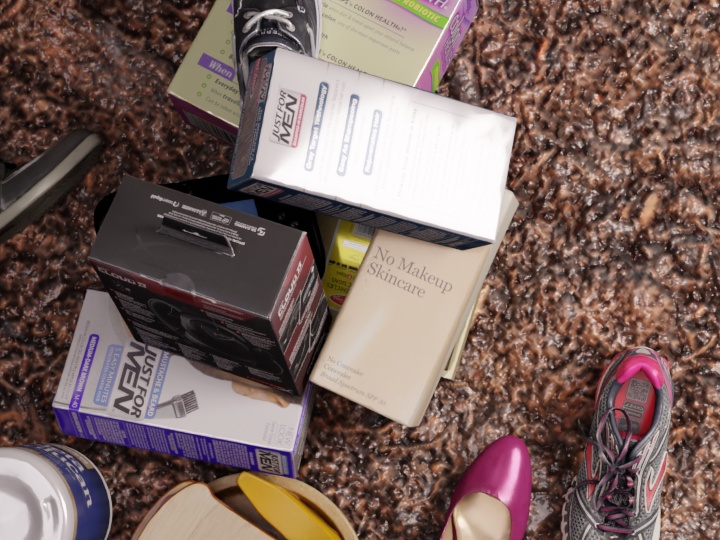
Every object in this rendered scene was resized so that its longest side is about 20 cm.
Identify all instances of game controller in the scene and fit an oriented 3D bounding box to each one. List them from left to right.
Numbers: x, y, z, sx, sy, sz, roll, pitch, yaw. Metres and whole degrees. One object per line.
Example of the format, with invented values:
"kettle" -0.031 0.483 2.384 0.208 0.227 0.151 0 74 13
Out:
"game controller" -0.122 -0.024 1.693 0.199 0.042 0.105 -8 98 26

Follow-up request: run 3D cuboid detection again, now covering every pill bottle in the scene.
"pill bottle" -0.257 0.191 1.649 0.110 0.200 0.112 0 87 6

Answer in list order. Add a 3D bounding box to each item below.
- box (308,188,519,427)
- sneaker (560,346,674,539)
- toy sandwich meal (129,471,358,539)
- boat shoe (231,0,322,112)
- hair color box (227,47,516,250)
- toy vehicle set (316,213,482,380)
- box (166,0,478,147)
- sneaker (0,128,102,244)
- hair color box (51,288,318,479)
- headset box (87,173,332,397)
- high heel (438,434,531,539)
"box" 0.043 0.015 1.658 0.094 0.078 0.201 23 90 7
"sneaker" 0.202 0.159 1.661 0.080 0.075 0.202 6 88 7
"toy sandwich meal" -0.092 0.252 1.691 0.204 0.070 0.207 0 87 7
"boat shoe" -0.067 -0.171 1.600 0.071 0.068 0.202 -1 80 4
"hair color box" 0.009 -0.087 1.554 0.199 0.060 0.101 15 79 -21
"toy vehicle set" 0.000 0.000 1.717 0.199 0.027 0.125 18 89 7
"box" -0.028 -0.177 1.682 0.175 0.097 0.201 27 83 9
"sneaker" -0.315 -0.078 1.733 0.200 0.075 0.106 -36 86 4
"hair color box" -0.137 0.091 1.692 0.199 0.065 0.110 10 63 5
"headset box" -0.111 0.011 1.581 0.148 0.200 0.078 17 70 13
"high heel" 0.088 0.226 1.659 0.067 0.096 0.201 18 89 7
